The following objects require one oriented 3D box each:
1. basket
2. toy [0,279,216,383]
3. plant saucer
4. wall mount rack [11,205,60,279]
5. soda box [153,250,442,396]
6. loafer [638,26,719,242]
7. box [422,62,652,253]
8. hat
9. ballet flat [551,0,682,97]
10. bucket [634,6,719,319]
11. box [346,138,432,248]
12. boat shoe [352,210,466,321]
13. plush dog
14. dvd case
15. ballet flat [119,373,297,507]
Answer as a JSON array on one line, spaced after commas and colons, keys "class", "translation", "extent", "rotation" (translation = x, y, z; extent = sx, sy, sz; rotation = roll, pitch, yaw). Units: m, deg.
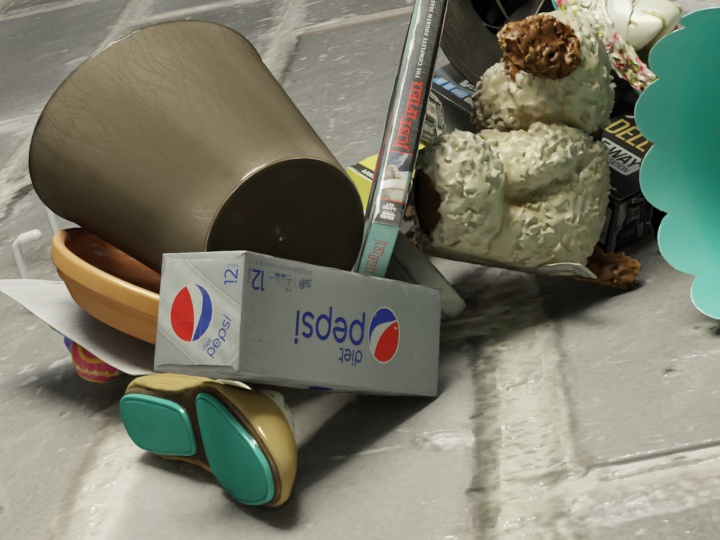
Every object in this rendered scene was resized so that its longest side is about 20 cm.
[{"class": "basket", "translation": [-0.092, -0.058, 1.426], "extent": [0.179, 0.137, 0.200], "rotation": [-29, 37, -18]}, {"class": "toy", "translation": [-0.157, 0.051, 1.499], "extent": [0.114, 0.048, 0.199], "rotation": [0, 14, -37]}, {"class": "plant saucer", "translation": [-0.109, 0.021, 1.470], "extent": [0.198, 0.038, 0.200], "rotation": [16, 10, -3]}, {"class": "wall mount rack", "translation": [-0.174, -0.033, 1.760], "extent": [0.172, 0.075, 0.200], "rotation": [-10, 17, 9]}, {"class": "soda box", "translation": [-0.032, 0.034, 1.303], "extent": [0.063, 0.069, 0.199], "rotation": [0, -6, 35]}, {"class": "loafer", "translation": [0.222, -0.080, 1.469], "extent": [0.071, 0.201, 0.073], "rotation": [-39, 56, -21]}, {"class": "box", "translation": [0.158, -0.100, 1.637], "extent": [0.157, 0.050, 0.199], "rotation": [-26, 47, -38]}, {"class": "hat", "translation": [0.117, -0.195, 1.638], "extent": [0.199, 0.202, 0.081], "rotation": [-21, -1, -27]}, {"class": "ballet flat", "translation": [0.218, -0.148, 1.572], "extent": [0.076, 0.200, 0.064], "rotation": [-38, -8, -38]}, {"class": "bucket", "translation": [0.274, -0.069, 1.328], "extent": [0.134, 0.209, 0.207], "rotation": [-15, 15, -30]}, {"class": "box", "translation": [0.071, -0.070, 1.683], "extent": [0.050, 0.076, 0.199], "rotation": [31, 40, 33]}, {"class": "boat shoe", "translation": [0.000, 0.000, 1.540], "extent": [0.069, 0.072, 0.200], "rotation": [-47, 39, -6]}, {"class": "plush dog", "translation": [0.120, -0.086, 1.478], "extent": [0.159, 0.173, 0.200], "rotation": [11, -2, 3]}, {"class": "dvd case", "translation": [0.025, -0.081, 1.436], "extent": [0.022, 0.202, 0.146], "rotation": [12, -27, -2]}, {"class": "ballet flat", "translation": [-0.075, 0.086, 1.299], "extent": [0.063, 0.069, 0.199], "rotation": [-21, 18, -27]}]
